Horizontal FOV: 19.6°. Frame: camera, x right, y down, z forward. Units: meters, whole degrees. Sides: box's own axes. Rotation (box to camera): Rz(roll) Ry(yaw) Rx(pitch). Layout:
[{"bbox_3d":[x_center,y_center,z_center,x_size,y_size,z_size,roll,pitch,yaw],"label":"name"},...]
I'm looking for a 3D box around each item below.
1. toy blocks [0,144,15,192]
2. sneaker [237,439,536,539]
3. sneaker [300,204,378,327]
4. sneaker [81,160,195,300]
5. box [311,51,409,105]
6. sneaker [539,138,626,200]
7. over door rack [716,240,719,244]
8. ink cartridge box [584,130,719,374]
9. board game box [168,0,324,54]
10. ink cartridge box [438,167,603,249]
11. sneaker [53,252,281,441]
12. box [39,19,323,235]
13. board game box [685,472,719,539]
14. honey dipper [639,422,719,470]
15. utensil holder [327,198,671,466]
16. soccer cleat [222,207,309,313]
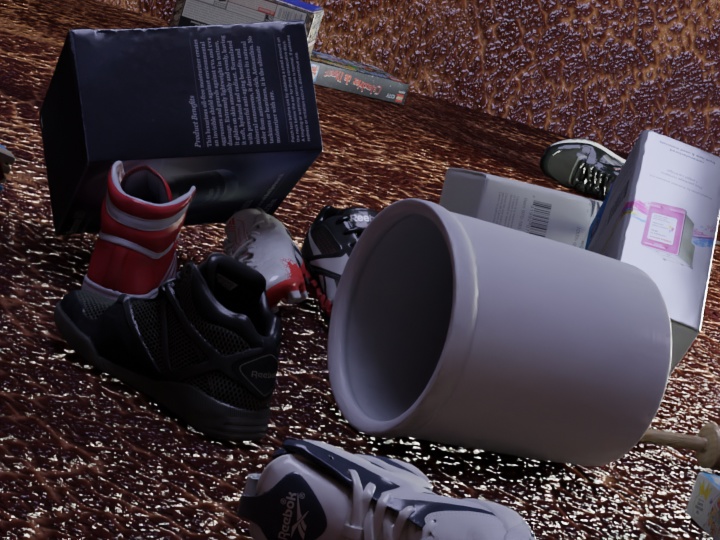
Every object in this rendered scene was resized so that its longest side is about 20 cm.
[{"bbox_3d":[-0.363,-0.102,1.799,0.136,0.100,0.200,24,7,-25],"label":"toy blocks"},{"bbox_3d":[0.002,0.145,1.142,0.129,0.080,0.199,9,13,-29],"label":"sneaker"},{"bbox_3d":[0.000,0.000,1.796,0.071,0.098,0.200,13,13,-28],"label":"sneaker"},{"bbox_3d":[-0.170,-0.035,1.663,0.071,0.113,0.200,17,11,-1],"label":"sneaker"},{"bbox_3d":[-0.035,-0.331,3.503,0.199,0.038,0.136,10,13,-31],"label":"box"},{"bbox_3d":[0.365,-0.138,3.090,0.199,0.076,0.088,16,17,-7],"label":"sneaker"},{"bbox_3d":[0.366,-0.028,2.521,0.199,0.067,0.147,-1,-1,36],"label":"over door rack"},{"bbox_3d":[0.237,0.007,1.768,0.084,0.145,0.201,21,50,-2],"label":"ink cartridge box"},{"bbox_3d":[-0.148,-0.228,2.411,0.159,0.201,0.097,18,10,3],"label":"board game box"},{"bbox_3d":[0.166,-0.002,1.915,0.199,0.146,0.083,12,2,-25],"label":"ink cartridge box"},{"bbox_3d":[-0.126,0.030,1.423,0.199,0.115,0.076,24,11,41],"label":"sneaker"},{"bbox_3d":[-0.155,-0.116,1.748,0.197,0.124,0.200,-4,-15,-17],"label":"box"},{"bbox_3d":[0.329,0.204,1.464,0.134,0.034,0.200,14,12,-17],"label":"board game box"},{"bbox_3d":[0.229,0.133,1.664,0.199,0.038,0.038,10,13,-21],"label":"honey dipper"},{"bbox_3d":[0.102,0.051,1.526,0.199,0.171,0.170,13,11,-31],"label":"utensil holder"},{"bbox_3d":[-0.084,-0.008,1.707,0.086,0.068,0.200,62,6,-5],"label":"soccer cleat"}]
